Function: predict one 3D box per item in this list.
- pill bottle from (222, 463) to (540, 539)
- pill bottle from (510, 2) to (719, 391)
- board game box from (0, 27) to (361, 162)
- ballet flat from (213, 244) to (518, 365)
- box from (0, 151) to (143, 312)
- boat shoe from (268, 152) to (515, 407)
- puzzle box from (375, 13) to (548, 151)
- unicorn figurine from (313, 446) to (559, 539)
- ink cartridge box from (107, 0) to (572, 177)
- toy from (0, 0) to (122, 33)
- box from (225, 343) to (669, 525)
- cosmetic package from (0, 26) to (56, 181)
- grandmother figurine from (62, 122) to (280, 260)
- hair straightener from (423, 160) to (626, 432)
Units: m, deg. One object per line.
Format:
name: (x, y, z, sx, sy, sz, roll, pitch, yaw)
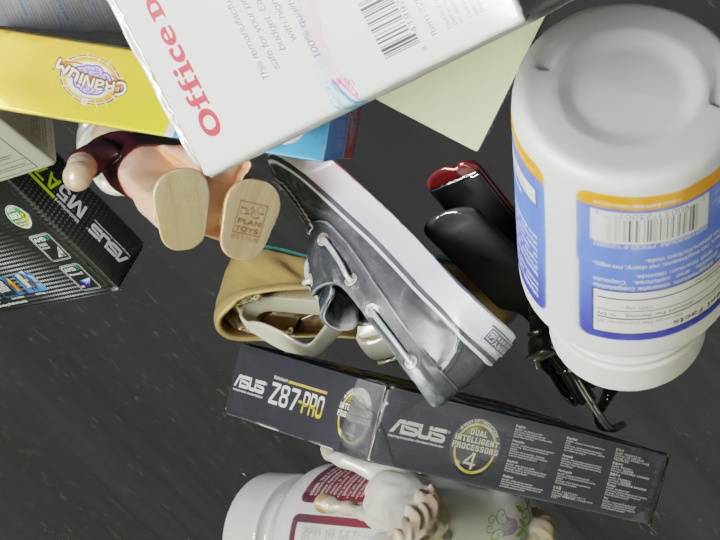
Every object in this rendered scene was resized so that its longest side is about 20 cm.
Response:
pill bottle: (0.013, 0.181, 1.762, 0.200, 0.110, 0.110, 0, 140, 41)
pill bottle: (0.132, -0.028, 1.335, 0.112, 0.112, 0.200, 19, 150, 17)
board game box: (-0.105, -0.091, 1.387, 0.200, 0.040, 0.153, 9, -176, 5)
ballet flat: (0.000, 0.027, 1.584, 0.200, 0.063, 0.069, 4, 143, 36)
box: (-0.263, -0.053, 1.706, 0.200, 0.048, 0.193, -9, 134, 47)
boat shoe: (0.000, 0.000, 1.460, 0.200, 0.068, 0.072, 45, -179, 35)
puzzle box: (-0.004, -0.156, 1.297, 0.200, 0.025, 0.133, 28, 129, 2)
unicorn figurine: (0.033, 0.142, 1.573, 0.137, 0.200, 0.074, 16, 109, 54)
ink cartridge box: (-0.014, -0.147, 1.210, 0.200, 0.087, 0.145, -24, 95, 36)
toy: (-0.124, -0.173, 1.399, 0.200, 0.047, 0.115, 9, 141, 23)
box: (0.047, 0.092, 1.535, 0.200, 0.049, 0.161, 15, -179, -32)
cosmetic package: (-0.254, -0.109, 1.479, 0.105, 0.071, 0.200, -14, 158, 14)
grandmother figurine: (-0.107, -0.054, 1.492, 0.121, 0.061, 0.200, 18, -173, -28)
hair straightener: (0.094, 0.032, 1.493, 0.041, 0.077, 0.200, -18, 129, 23)
